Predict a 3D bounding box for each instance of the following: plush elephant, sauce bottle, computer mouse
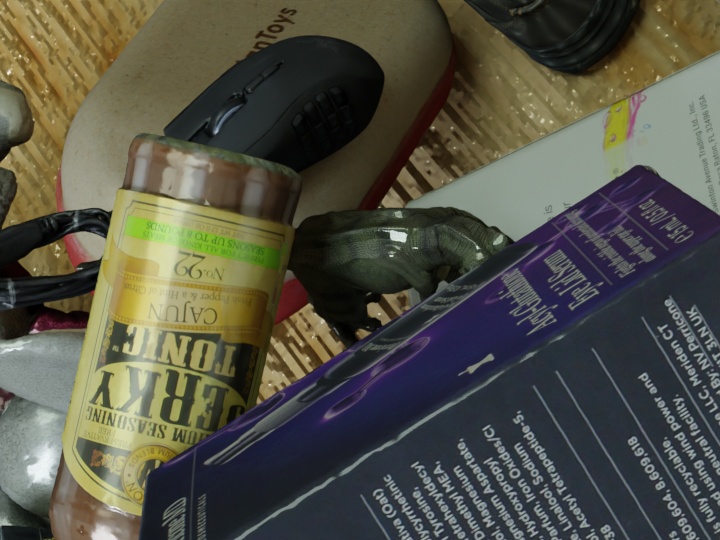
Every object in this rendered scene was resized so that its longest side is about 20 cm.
[{"bbox_3d":[-0.144,0.044,1.050,0.165,0.154,0.200,111,-177,-46],"label":"plush elephant"},{"bbox_3d":[-0.068,0.057,0.826,0.065,0.065,0.201,10,89,38],"label":"sauce bottle"},{"bbox_3d":[-0.071,-0.041,0.893,0.200,0.034,0.059,-33,49,-31],"label":"computer mouse"}]

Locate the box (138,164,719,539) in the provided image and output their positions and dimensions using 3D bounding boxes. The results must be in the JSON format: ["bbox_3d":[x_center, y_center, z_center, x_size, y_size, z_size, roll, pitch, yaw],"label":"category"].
[{"bbox_3d":[0.040,0.069,0.728,0.200,0.148,0.105,-32,99,0],"label":"box"}]

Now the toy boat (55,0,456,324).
[{"bbox_3d":[-0.042,-0.037,1.016,0.130,0.131,0.200,13,42,18],"label":"toy boat"}]

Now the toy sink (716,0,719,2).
[{"bbox_3d":[0.130,-0.177,0.881,0.131,0.200,0.112,-53,51,14],"label":"toy sink"}]

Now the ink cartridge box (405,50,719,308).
[{"bbox_3d":[0.125,0.011,0.893,0.200,0.083,0.146,-25,59,29],"label":"ink cartridge box"}]

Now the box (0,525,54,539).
[{"bbox_3d":[-0.169,0.220,1.020,0.200,0.046,0.160,-39,52,41],"label":"box"}]

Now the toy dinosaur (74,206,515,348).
[{"bbox_3d":[0.000,0.000,0.881,0.199,0.088,0.048,-1,75,37],"label":"toy dinosaur"}]

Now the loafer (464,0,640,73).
[{"bbox_3d":[0.038,-0.163,1.032,0.073,0.072,0.200,-53,50,9],"label":"loafer"}]
